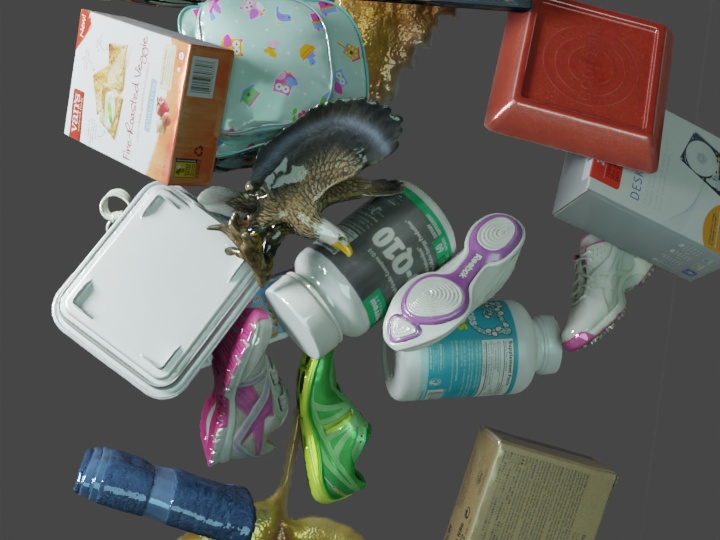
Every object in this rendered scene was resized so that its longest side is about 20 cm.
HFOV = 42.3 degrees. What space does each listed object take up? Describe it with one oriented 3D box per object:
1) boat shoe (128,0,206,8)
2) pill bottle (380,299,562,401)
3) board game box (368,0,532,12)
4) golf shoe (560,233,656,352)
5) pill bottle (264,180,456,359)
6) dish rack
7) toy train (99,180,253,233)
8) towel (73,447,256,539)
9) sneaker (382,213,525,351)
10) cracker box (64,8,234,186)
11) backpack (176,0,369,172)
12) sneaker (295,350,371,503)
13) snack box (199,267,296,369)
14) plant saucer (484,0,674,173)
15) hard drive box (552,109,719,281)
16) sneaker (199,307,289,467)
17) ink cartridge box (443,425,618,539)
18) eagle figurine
[{"bbox_3d":[-0.237,-0.322,0.991,0.199,0.063,0.074,8,97,-10],"label":"boat shoe"},{"bbox_3d":[0.129,0.091,1.080,0.198,0.111,0.112,-2,97,-11],"label":"pill bottle"},{"bbox_3d":[0.093,-0.359,1.013,0.198,0.035,0.137,0,97,-12],"label":"board game box"},{"bbox_3d":[0.275,0.015,1.096,0.092,0.075,0.200,46,52,-2],"label":"golf shoe"},{"bbox_3d":[0.000,0.000,1.024,0.200,0.113,0.113,-39,102,-18],"label":"pill bottle"},{"bbox_3d":[-0.210,0.014,0.979,0.171,0.044,0.201,36,76,3],"label":"dish rack"},{"bbox_3d":[-0.190,-0.026,1.039,0.198,0.056,0.152,3,78,-5],"label":"toy train"},{"bbox_3d":[-0.211,0.246,1.024,0.199,0.112,0.049,22,85,-12],"label":"towel"},{"bbox_3d":[0.107,0.029,1.012,0.200,0.100,0.075,-39,63,-19],"label":"sneaker"},{"bbox_3d":[-0.218,-0.176,0.934,0.057,0.199,0.135,-3,112,-46],"label":"cracker box"},{"bbox_3d":[-0.088,-0.205,0.986,0.198,0.153,0.178,-8,86,-18],"label":"backpack"},{"bbox_3d":[-0.031,0.170,1.080,0.083,0.074,0.202,-8,107,-7],"label":"sneaker"},{"bbox_3d":[-0.117,0.050,1.072,0.198,0.024,0.072,-19,98,-8],"label":"snack box"},{"bbox_3d":[0.254,-0.224,1.044,0.198,0.037,0.201,15,66,1],"label":"plant saucer"},{"bbox_3d":[0.339,-0.102,1.088,0.199,0.077,0.157,23,66,-12],"label":"hard drive box"},{"bbox_3d":[-0.121,0.130,1.045,0.087,0.082,0.201,3,121,-24],"label":"sneaker"},{"bbox_3d":[0.199,0.311,1.135,0.163,0.075,0.202,18,92,-13],"label":"ink cartridge box"},{"bbox_3d":[-0.051,-0.077,0.954,0.200,0.151,0.151,-50,117,-16],"label":"eagle figurine"}]
